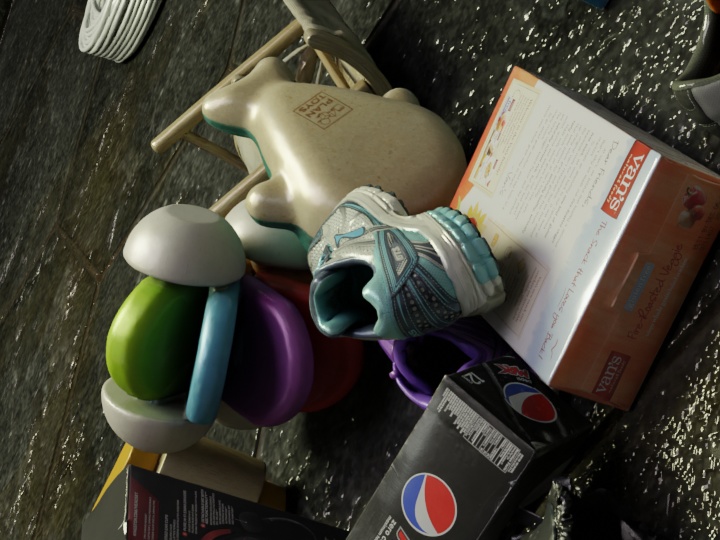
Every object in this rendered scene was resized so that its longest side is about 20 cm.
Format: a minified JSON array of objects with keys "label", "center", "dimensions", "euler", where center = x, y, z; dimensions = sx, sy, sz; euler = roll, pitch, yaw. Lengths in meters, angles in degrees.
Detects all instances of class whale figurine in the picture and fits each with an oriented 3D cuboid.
[{"label":"whale figurine","center":[-0.019,-0.069,1.076],"dimensions":[0.159,0.200,0.104],"euler":[-40,-31,-29]}]

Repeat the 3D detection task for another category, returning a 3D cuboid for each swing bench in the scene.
[{"label":"swing bench","center":[-0.056,-0.118,1.250],"dimensions":[0.200,0.130,0.199],"euler":[-56,26,16]}]

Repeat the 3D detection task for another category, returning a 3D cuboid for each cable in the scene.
[{"label":"cable","center":[-0.316,-0.379,2.093],"dimensions":[0.200,0.069,0.200],"euler":[-37,39,52]}]

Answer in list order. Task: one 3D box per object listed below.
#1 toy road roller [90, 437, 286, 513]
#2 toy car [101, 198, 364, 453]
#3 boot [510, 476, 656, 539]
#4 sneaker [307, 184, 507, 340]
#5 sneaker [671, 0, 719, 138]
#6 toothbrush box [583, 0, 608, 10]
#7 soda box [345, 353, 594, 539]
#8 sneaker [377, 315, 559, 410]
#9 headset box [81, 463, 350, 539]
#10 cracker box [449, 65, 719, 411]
[{"label":"toy road roller","center":[-0.150,0.200,1.198],"dimensions":[0.200,0.123,0.146],"euler":[-62,13,18]},{"label":"toy car","center":[-0.078,0.049,1.082],"dimensions":[0.150,0.200,0.175],"euler":[28,114,35]},{"label":"boot","center":[0.082,0.211,0.735],"dimensions":[0.162,0.073,0.198],"euler":[-55,19,39]},{"label":"sneaker","center":[0.000,0.000,0.906],"dimensions":[0.200,0.086,0.078],"euler":[4,119,67]},{"label":"sneaker","center":[0.215,-0.153,0.752],"dimensions":[0.200,0.079,0.074],"euler":[-68,22,-2]},{"label":"toothbrush box","center":[0.094,-0.275,0.959],"dimensions":[0.146,0.200,0.085],"euler":[-60,25,17]},{"label":"soda box","center":[0.040,0.143,0.833],"dimensions":[0.063,0.071,0.200],"euler":[42,119,23]},{"label":"sneaker","center":[0.049,0.045,0.938],"dimensions":[0.081,0.083,0.200],"euler":[-67,23,5]},{"label":"headset box","center":[-0.089,0.215,0.947],"dimensions":[0.075,0.200,0.149],"euler":[-51,30,35]},{"label":"cracker box","center":[0.118,-0.025,0.879],"dimensions":[0.134,0.058,0.200],"euler":[-65,23,13]}]
